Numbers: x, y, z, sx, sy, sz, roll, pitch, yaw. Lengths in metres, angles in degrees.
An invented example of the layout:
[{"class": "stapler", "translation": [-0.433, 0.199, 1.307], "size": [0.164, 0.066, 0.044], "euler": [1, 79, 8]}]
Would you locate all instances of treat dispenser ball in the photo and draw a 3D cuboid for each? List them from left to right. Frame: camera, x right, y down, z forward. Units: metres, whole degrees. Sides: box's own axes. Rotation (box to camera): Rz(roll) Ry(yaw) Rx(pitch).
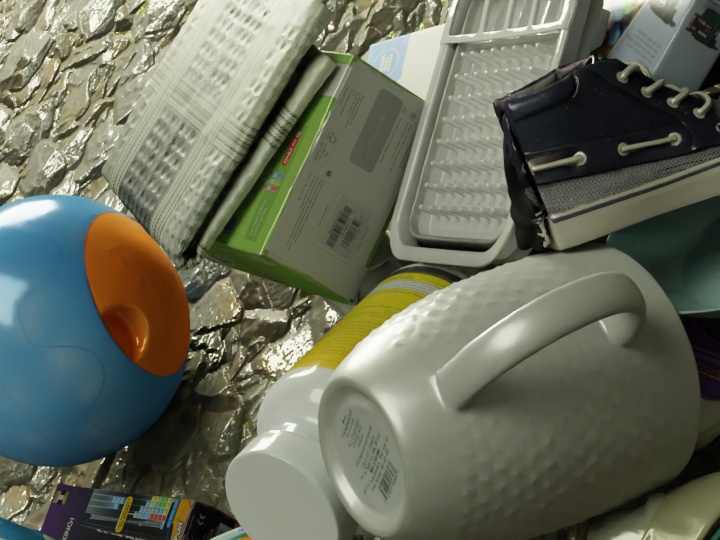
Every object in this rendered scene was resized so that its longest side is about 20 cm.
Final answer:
[{"class": "treat dispenser ball", "translation": [-0.226, 0.045, 1.450], "size": [0.200, 0.201, 0.202], "euler": [-26, 48, 33]}]

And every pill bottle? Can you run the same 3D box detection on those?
[{"class": "pill bottle", "translation": [0.007, 0.088, 1.181], "size": [0.112, 0.112, 0.200], "euler": [-11, 22, 42]}]

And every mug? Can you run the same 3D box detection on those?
[{"class": "mug", "translation": [0.081, 0.063, 1.042], "size": [0.148, 0.175, 0.200], "euler": [62, 148, 19]}]

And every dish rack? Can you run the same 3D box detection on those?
[{"class": "dish rack", "translation": [0.089, -0.095, 1.208], "size": [0.171, 0.043, 0.201], "euler": [7, 80, 66]}]

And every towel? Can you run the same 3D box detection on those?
[{"class": "towel", "translation": [-0.095, -0.115, 1.328], "size": [0.201, 0.034, 0.193], "euler": [-59, 30, 6]}]

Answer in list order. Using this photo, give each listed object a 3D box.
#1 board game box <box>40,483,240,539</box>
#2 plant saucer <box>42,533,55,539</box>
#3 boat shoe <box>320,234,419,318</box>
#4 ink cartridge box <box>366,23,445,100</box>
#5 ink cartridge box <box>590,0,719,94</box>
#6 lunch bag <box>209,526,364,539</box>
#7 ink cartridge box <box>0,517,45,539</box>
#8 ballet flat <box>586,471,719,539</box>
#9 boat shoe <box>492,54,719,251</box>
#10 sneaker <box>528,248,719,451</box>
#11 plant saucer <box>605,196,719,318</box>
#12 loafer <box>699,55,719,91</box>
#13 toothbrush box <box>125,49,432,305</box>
[{"class": "board game box", "translation": [-0.182, 0.257, 1.377], "size": [0.165, 0.057, 0.201], "euler": [-1, 64, 45]}, {"class": "plant saucer", "translation": [-0.240, 0.282, 1.337], "size": [0.200, 0.050, 0.201], "euler": [-26, 49, 34]}, {"class": "boat shoe", "translation": [0.000, 0.000, 1.351], "size": [0.072, 0.066, 0.200], "euler": [-49, 39, 9]}, {"class": "ink cartridge box", "translation": [0.090, -0.112, 1.331], "size": [0.199, 0.067, 0.117], "euler": [-11, 58, 41]}, {"class": "ink cartridge box", "translation": [0.168, -0.136, 1.172], "size": [0.201, 0.042, 0.119], "euler": [-64, 25, 17]}, {"class": "lunch bag", "translation": [-0.070, 0.241, 1.223], "size": [0.199, 0.077, 0.161], "euler": [-25, 63, 25]}, {"class": "ink cartridge box", "translation": [-0.253, 0.251, 1.215], "size": [0.148, 0.144, 0.200], "euler": [-57, 39, 4]}, {"class": "ballet flat", "translation": [0.138, 0.177, 1.077], "size": [0.200, 0.069, 0.069], "euler": [-55, 39, 2]}, {"class": "boat shoe", "translation": [0.169, -0.085, 1.091], "size": [0.199, 0.093, 0.075], "euler": [-21, 9, -9]}, {"class": "sneaker", "translation": [0.164, 0.031, 1.171], "size": [0.083, 0.081, 0.200], "euler": [-42, 47, -7]}, {"class": "plant saucer", "translation": [0.236, -0.028, 1.111], "size": [0.200, 0.039, 0.201], "euler": [-25, 27, 13]}, {"class": "loafer", "translation": [0.219, -0.154, 1.208], "size": [0.199, 0.072, 0.073], "euler": [7, 48, 46]}, {"class": "toothbrush box", "translation": [-0.057, -0.073, 1.342], "size": [0.200, 0.086, 0.146], "euler": [15, 78, 55]}]
